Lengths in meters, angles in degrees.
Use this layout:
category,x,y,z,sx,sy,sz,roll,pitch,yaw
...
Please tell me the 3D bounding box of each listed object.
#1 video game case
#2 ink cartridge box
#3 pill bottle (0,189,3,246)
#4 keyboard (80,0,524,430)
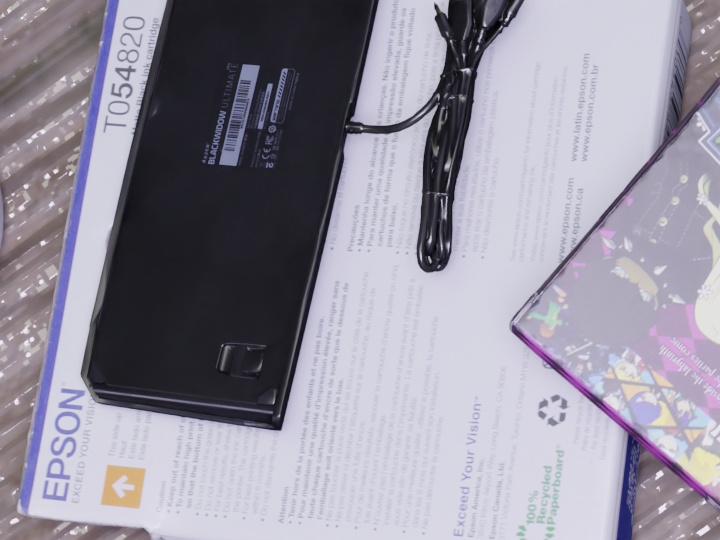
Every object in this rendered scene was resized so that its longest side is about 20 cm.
category,x,y,z,sx,sy,sz,roll,pitch,yaw
video game case,0.177,0.014,0.880,0.200,0.036,0.181,40,87,4
ink cartridge box,0.000,0.000,0.954,0.199,0.041,0.200,5,74,16
pill bottle,-0.200,-0.037,0.932,0.113,0.200,0.114,-4,73,14
keyboard,-0.014,-0.046,0.941,0.127,0.021,0.201,6,75,23
